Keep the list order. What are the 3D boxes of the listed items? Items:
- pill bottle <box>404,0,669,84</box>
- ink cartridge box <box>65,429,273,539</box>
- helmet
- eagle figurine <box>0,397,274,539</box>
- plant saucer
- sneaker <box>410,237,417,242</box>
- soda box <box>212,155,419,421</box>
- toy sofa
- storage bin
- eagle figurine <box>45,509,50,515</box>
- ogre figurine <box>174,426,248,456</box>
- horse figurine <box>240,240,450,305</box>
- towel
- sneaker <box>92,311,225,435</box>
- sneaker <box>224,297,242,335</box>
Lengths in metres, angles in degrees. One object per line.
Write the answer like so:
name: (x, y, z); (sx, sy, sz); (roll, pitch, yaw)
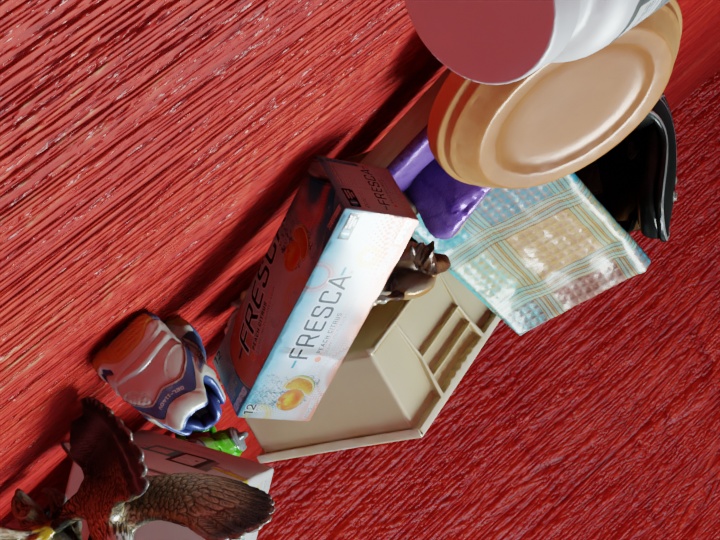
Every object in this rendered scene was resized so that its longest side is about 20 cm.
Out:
pill bottle: (0.117, -0.180, 0.822); (0.200, 0.116, 0.116); (-36, 171, -41)
ink cartridge box: (-0.184, 0.244, 1.434); (0.200, 0.145, 0.148); (3, 101, -81)
helmet: (0.191, -0.112, 1.383); (0.198, 0.193, 0.200); (-12, -169, 2)
eagle figurine: (-0.179, 0.177, 1.204); (0.200, 0.152, 0.151); (-38, 169, 31)
plant saucer: (0.141, -0.122, 1.075); (0.199, 0.038, 0.201); (-23, 152, -13)
sneaker: (0.052, -0.054, 1.514); (0.085, 0.078, 0.200); (-33, 162, -17)
soda box: (-0.036, 0.017, 1.134); (0.068, 0.064, 0.201); (8, 125, -34)
toy sofa: (0.078, -0.107, 1.147); (0.200, 0.098, 0.083); (-45, 171, 28)
storage bin: (0.003, 0.070, 1.444); (0.199, 0.094, 0.199); (-15, -156, 40)
eagle figurine: (-0.323, 0.317, 1.539); (0.150, 0.151, 0.201); (-2, -130, 25)
ogre figurine: (-0.196, 0.218, 1.688); (0.119, 0.098, 0.201); (-15, 143, -35)
horse figurine: (0.000, 0.000, 1.241); (0.199, 0.050, 0.132); (-2, -173, 40)
towel: (0.138, -0.027, 1.315); (0.146, 0.200, 0.022); (-29, -140, 25)
sneaker: (-0.141, 0.088, 1.156); (0.075, 0.088, 0.200); (-44, 175, 2)
sneaker: (-0.073, 0.033, 1.344); (0.079, 0.071, 0.200); (-4, -167, 5)
